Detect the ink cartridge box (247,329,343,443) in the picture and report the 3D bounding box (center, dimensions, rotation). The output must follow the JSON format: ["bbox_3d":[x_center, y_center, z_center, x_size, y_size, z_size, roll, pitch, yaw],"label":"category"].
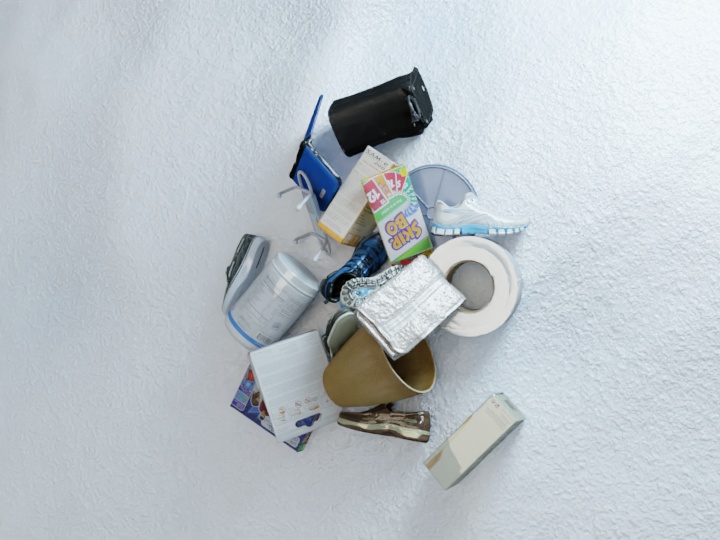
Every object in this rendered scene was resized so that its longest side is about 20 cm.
[{"bbox_3d":[-0.137,0.246,1.612,0.161,0.050,0.202,-17,90,-16],"label":"ink cartridge box"}]

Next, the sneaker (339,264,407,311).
[{"bbox_3d":[0.044,0.044,1.565,0.198,0.090,0.079,-8,72,-19],"label":"sneaker"}]

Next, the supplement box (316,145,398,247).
[{"bbox_3d":[0.009,-0.151,1.598,0.073,0.126,0.201,37,99,20],"label":"supplement box"}]

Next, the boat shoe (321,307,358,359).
[{"bbox_3d":[-0.050,0.122,1.565,0.071,0.200,0.068,-24,69,-17],"label":"boat shoe"}]

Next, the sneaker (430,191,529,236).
[{"bbox_3d":[0.241,-0.114,1.501,0.197,0.075,0.088,-1,94,-1],"label":"sneaker"}]

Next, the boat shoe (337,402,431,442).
[{"bbox_3d":[0.052,0.308,1.571,0.200,0.075,0.076,7,77,15],"label":"boat shoe"}]

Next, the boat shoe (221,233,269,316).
[{"bbox_3d":[-0.277,0.011,1.735,0.070,0.072,0.202,20,82,31],"label":"boat shoe"}]

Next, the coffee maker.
[{"bbox_3d":[0.036,-0.331,1.570,0.198,0.192,0.136,-18,93,21],"label":"coffee maker"}]

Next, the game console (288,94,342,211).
[{"bbox_3d":[-0.082,-0.249,1.624,0.118,0.200,0.171,-42,89,-18],"label":"game console"}]

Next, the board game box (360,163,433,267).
[{"bbox_3d":[0.078,-0.106,1.533,0.095,0.030,0.202,-21,108,1],"label":"board game box"}]

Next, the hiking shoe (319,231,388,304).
[{"bbox_3d":[0.000,0.000,1.591,0.200,0.087,0.074,-45,106,3],"label":"hiking shoe"}]

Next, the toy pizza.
[{"bbox_3d":[0.154,-0.122,1.576,0.198,0.032,0.203,2,96,17],"label":"toy pizza"}]

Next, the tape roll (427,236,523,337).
[{"bbox_3d":[0.224,0.031,1.510,0.200,0.071,0.205,0,91,20],"label":"tape roll"}]

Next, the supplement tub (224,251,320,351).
[{"bbox_3d":[-0.194,0.074,1.655,0.132,0.132,0.200,44,100,20],"label":"supplement tub"}]

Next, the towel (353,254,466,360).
[{"bbox_3d":[0.095,0.068,1.448,0.200,0.035,0.133,-39,78,-22],"label":"towel"}]

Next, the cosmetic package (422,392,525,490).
[{"bbox_3d":[0.225,0.334,1.476,0.200,0.105,0.071,-46,69,10],"label":"cosmetic package"}]

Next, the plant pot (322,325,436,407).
[{"bbox_3d":[0.023,0.203,1.543,0.199,0.186,0.188,-33,74,29],"label":"plant pot"}]

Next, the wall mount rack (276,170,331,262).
[{"bbox_3d":[-0.115,-0.105,1.605,0.074,0.174,0.202,-25,113,-16],"label":"wall mount rack"}]

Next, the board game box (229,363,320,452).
[{"bbox_3d":[-0.184,0.295,1.679,0.199,0.034,0.136,29,96,22],"label":"board game box"}]
